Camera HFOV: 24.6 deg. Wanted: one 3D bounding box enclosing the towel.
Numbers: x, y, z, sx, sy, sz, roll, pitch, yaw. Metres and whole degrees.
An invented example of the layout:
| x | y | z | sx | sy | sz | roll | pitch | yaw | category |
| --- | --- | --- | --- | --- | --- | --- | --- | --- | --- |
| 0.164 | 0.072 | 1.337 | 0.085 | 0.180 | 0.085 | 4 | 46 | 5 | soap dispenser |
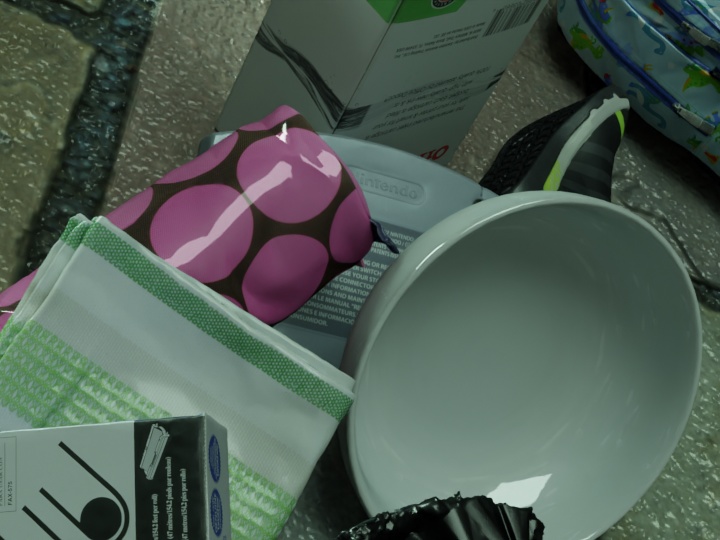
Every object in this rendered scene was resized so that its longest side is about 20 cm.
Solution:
| x | y | z | sx | sy | sz | roll | pitch | yaw | category |
| --- | --- | --- | --- | --- | --- | --- | --- | --- | --- |
| -0.108 | 0.094 | 0.696 | 0.148 | 0.031 | 0.201 | 32 | 75 | -6 | towel |

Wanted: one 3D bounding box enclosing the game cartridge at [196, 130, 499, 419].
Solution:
| x | y | z | sx | sy | sz | roll | pitch | yaw | category |
| --- | --- | --- | --- | --- | --- | --- | --- | --- | --- |
| 0.000 | 0.000 | 0.878 | 0.198 | 0.041 | 0.135 | 15 | 71 | -21 | game cartridge |

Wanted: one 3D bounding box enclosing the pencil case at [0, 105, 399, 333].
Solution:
| x | y | z | sx | sy | sz | roll | pitch | yaw | category |
| --- | --- | --- | --- | --- | --- | --- | --- | --- | --- |
| -0.085 | 0.011 | 0.779 | 0.199 | 0.094 | 0.091 | -33 | 49 | -18 | pencil case |

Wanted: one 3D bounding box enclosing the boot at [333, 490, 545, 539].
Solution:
| x | y | z | sx | sy | sz | roll | pitch | yaw | category |
| --- | --- | --- | --- | --- | --- | --- | --- | --- | --- |
| 0.025 | 0.148 | 0.711 | 0.197 | 0.163 | 0.074 | -13 | 62 | -39 | boot |

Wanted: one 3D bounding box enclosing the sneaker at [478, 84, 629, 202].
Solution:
| x | y | z | sx | sy | sz | roll | pitch | yaw | category |
| --- | --- | --- | --- | --- | --- | --- | --- | --- | --- |
| 0.123 | -0.043 | 1.028 | 0.083 | 0.071 | 0.200 | 57 | 43 | -12 | sneaker |

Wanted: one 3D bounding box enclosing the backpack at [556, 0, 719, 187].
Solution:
| x | y | z | sx | sy | sz | roll | pitch | yaw | category |
| --- | --- | --- | --- | --- | --- | --- | --- | --- | --- |
| 0.235 | -0.164 | 1.150 | 0.199 | 0.155 | 0.163 | 31 | 48 | 15 | backpack |

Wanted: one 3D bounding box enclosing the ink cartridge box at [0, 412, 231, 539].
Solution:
| x | y | z | sx | sy | sz | roll | pitch | yaw | category |
| --- | --- | --- | --- | --- | --- | --- | --- | --- | --- |
| -0.095 | 0.160 | 0.628 | 0.093 | 0.044 | 0.202 | -6 | 76 | 8 | ink cartridge box |

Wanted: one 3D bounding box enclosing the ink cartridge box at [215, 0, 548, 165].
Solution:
| x | y | z | sx | sy | sz | roll | pitch | yaw | category |
| --- | --- | --- | --- | --- | --- | --- | --- | --- | --- |
| 0.021 | -0.137 | 0.933 | 0.145 | 0.201 | 0.084 | -21 | 63 | -42 | ink cartridge box |

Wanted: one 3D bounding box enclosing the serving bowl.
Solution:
| x | y | z | sx | sy | sz | roll | pitch | yaw | category |
| --- | --- | --- | --- | --- | --- | --- | --- | --- | --- |
| 0.072 | 0.050 | 0.831 | 0.198 | 0.202 | 0.066 | 7 | 16 | -27 | serving bowl |
